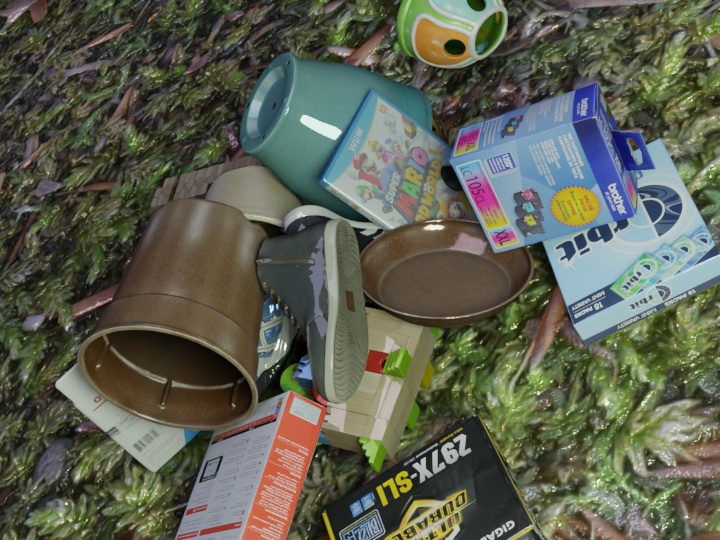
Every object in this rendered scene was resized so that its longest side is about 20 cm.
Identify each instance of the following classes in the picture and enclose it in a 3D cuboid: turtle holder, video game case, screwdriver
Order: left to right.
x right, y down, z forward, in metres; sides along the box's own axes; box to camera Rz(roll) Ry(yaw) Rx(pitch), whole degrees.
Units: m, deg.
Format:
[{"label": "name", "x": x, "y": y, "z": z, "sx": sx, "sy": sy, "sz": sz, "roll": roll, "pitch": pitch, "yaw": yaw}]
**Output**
[{"label": "video game case", "x": 0.061, "y": -0.105, "z": 1.534, "sx": 0.018, "sy": 0.199, "sz": 0.144, "roll": -30, "pitch": 29, "yaw": 61}, {"label": "screwdriver", "x": 0.113, "y": 0.047, "z": 1.477, "sx": 0.199, "sy": 0.028, "sz": 0.029, "roll": -30, "pitch": 11, "yaw": 10}, {"label": "turtle holder", "x": 0.139, "y": -0.350, "z": 1.755, "sx": 0.131, "sy": 0.142, "sz": 0.185, "roll": 30, "pitch": 33, "yaw": 32}]

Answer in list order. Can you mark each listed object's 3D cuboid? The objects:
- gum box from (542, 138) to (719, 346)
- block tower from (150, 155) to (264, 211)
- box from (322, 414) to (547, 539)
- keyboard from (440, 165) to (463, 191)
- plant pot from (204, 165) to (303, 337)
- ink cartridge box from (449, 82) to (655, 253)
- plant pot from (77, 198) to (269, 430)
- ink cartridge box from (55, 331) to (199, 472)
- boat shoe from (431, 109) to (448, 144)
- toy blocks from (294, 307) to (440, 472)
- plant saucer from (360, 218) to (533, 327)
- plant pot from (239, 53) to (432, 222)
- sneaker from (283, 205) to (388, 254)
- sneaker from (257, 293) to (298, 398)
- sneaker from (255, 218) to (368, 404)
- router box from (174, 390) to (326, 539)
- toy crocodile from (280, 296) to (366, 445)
[{"label": "gum box", "x": 0.290, "y": -0.034, "z": 1.406, "sx": 0.169, "sy": 0.045, "sz": 0.201, "roll": -26, "pitch": 43, "yaw": 14}, {"label": "block tower", "x": -0.203, "y": -0.114, "z": 1.832, "sx": 0.199, "sy": 0.058, "sz": 0.054, "roll": -11, "pitch": 49, "yaw": 27}, {"label": "box", "x": 0.072, "y": 0.261, "z": 1.298, "sx": 0.199, "sy": 0.049, "sz": 0.160, "roll": -33, "pitch": 39, "yaw": 7}, {"label": "keyboard", "x": 0.199, "y": -0.113, "z": 1.511, "sx": 0.198, "sy": 0.040, "sz": 0.104, "roll": -13, "pitch": 21, "yaw": -2}, {"label": "plant pot", "x": -0.141, "y": -0.033, "z": 1.629, "sx": 0.199, "sy": 0.201, "sz": 0.184, "roll": -26, "pitch": 31, "yaw": 14}, {"label": "ink cartridge box", "x": 0.215, "y": -0.113, "z": 1.385, "sx": 0.199, "sy": 0.137, "sz": 0.077, "roll": -17, "pitch": 32, "yaw": 23}, {"label": "plant pot", "x": -0.190, "y": 0.040, "z": 1.423, "sx": 0.199, "sy": 0.200, "sz": 0.199, "roll": -11, "pitch": 49, "yaw": 28}, {"label": "ink cartridge box", "x": -0.276, "y": 0.140, "z": 1.545, "sx": 0.116, "sy": 0.200, "sz": 0.068, "roll": -41, "pitch": 41, "yaw": -4}, {"label": "boat shoe", "x": 0.084, "y": -0.142, "z": 1.636, "sx": 0.072, "sy": 0.068, "sz": 0.201, "roll": -29, "pitch": 42, "yaw": 11}, {"label": "toy blocks", "x": -0.007, "y": 0.118, "z": 1.417, "sx": 0.136, "sy": 0.100, "sz": 0.201, "roll": 9, "pitch": 62, "yaw": 24}, {"label": "plant saucer", "x": 0.094, "y": 0.008, "z": 1.432, "sx": 0.199, "sy": 0.037, "sz": 0.201, "roll": -4, "pitch": 33, "yaw": 2}, {"label": "plant pot", "x": -0.042, "y": -0.175, "z": 1.614, "sx": 0.200, "sy": 0.187, "sz": 0.201, "roll": -38, "pitch": 40, "yaw": 42}, {"label": "sneaker", "x": 0.000, "y": 0.000, "z": 1.504, "sx": 0.073, "sy": 0.199, "sz": 0.113, "roll": -42, "pitch": 48, "yaw": 40}, {"label": "sneaker", "x": -0.116, "y": 0.079, "z": 1.538, "sx": 0.201, "sy": 0.077, "sz": 0.076, "roll": -62, "pitch": 0, "yaw": 4}, {"label": "sneaker", "x": -0.054, "y": 0.050, "z": 1.382, "sx": 0.106, "sy": 0.075, "sz": 0.202, "roll": -12, "pitch": 68, "yaw": 29}, {"label": "router box", "x": -0.126, "y": 0.236, "z": 1.387, "sx": 0.200, "sy": 0.049, "sz": 0.181, "roll": -27, "pitch": 40, "yaw": 58}, {"label": "toy crocodile", "x": -0.037, "y": 0.108, "z": 1.502, "sx": 0.061, "sy": 0.068, "sz": 0.201, "roll": 6, "pitch": 60, "yaw": 35}]
